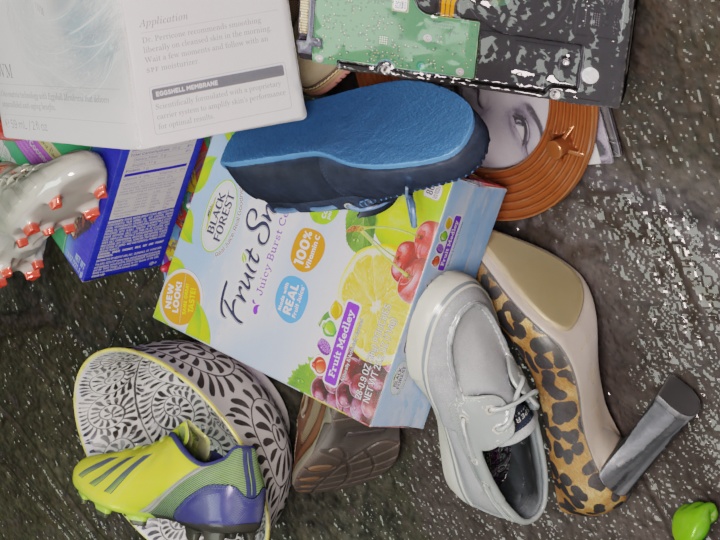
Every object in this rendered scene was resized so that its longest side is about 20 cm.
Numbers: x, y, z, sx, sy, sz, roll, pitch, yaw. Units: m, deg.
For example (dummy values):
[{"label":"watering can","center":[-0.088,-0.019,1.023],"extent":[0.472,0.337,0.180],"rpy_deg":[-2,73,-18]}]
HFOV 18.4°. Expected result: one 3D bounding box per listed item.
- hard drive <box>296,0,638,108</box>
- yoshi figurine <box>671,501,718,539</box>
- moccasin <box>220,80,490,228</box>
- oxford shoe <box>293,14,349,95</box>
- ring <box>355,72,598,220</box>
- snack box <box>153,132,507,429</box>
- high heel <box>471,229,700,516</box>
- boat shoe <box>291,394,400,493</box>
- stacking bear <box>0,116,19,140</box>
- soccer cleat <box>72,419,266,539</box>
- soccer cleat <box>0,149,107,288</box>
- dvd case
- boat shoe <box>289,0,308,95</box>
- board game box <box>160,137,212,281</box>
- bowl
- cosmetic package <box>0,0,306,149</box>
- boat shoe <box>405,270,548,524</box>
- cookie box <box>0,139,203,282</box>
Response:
[{"label":"hard drive","center":[0.065,-0.178,1.305],"extent":[0.200,0.038,0.140],"rpy_deg":[8,114,10]},{"label":"yoshi figurine","center":[0.214,0.214,1.436],"extent":[0.200,0.113,0.112],"rpy_deg":[-2,152,31]},{"label":"moccasin","center":[0.006,-0.070,1.349],"extent":[0.200,0.081,0.068],"rpy_deg":[4,142,46]},{"label":"oxford shoe","center":[-0.012,-0.202,1.378],"extent":[0.071,0.074,0.200],"rpy_deg":[51,124,46]},{"label":"ring","center":[0.065,-0.123,1.401],"extent":[0.200,0.019,0.201],"rpy_deg":[25,129,35]},{"label":"snack box","center":[-0.024,-0.010,1.443],"extent":[0.200,0.068,0.169],"rpy_deg":[24,99,37]},{"label":"high heel","center":[0.111,0.070,1.450],"extent":[0.200,0.071,0.143],"rpy_deg":[43,133,9]},{"label":"boat shoe","center":[-0.008,0.098,1.601],"extent":[0.200,0.076,0.072],"rpy_deg":[119,144,-54]},{"label":"stacking bear","center":[-0.273,-0.152,1.574],"extent":[0.200,0.121,0.114],"rpy_deg":[-166,74,-64]},{"label":"soccer cleat","center":[-0.138,0.148,1.623],"extent":[0.200,0.065,0.084],"rpy_deg":[6,93,48]},{"label":"soccer cleat","center":[-0.240,-0.051,1.597],"extent":[0.200,0.069,0.078],"rpy_deg":[-39,70,57]},{"label":"dvd case","center":[0.069,-0.135,1.417],"extent":[0.200,0.016,0.149],"rpy_deg":[-1,111,46]},{"label":"boat shoe","center":[-0.071,-0.208,1.461],"extent":[0.074,0.073,0.200],"rpy_deg":[-26,84,50]},{"label":"board game box","center":[-0.111,-0.013,1.652],"extent":[0.158,0.039,0.200],"rpy_deg":[17,123,39]},{"label":"bowl","center":[-0.115,0.125,1.691],"extent":[0.201,0.094,0.201],"rpy_deg":[27,135,31]},{"label":"cosmetic package","center":[-0.145,-0.185,1.367],"extent":[0.199,0.123,0.200],"rpy_deg":[9,108,57]},{"label":"boat shoe","center":[0.084,0.084,1.400],"extent":[0.071,0.070,0.201],"rpy_deg":[28,148,37]},{"label":"cookie box","center":[-0.192,-0.122,1.623],"extent":[0.171,0.075,0.200],"rpy_deg":[53,140,29]}]
